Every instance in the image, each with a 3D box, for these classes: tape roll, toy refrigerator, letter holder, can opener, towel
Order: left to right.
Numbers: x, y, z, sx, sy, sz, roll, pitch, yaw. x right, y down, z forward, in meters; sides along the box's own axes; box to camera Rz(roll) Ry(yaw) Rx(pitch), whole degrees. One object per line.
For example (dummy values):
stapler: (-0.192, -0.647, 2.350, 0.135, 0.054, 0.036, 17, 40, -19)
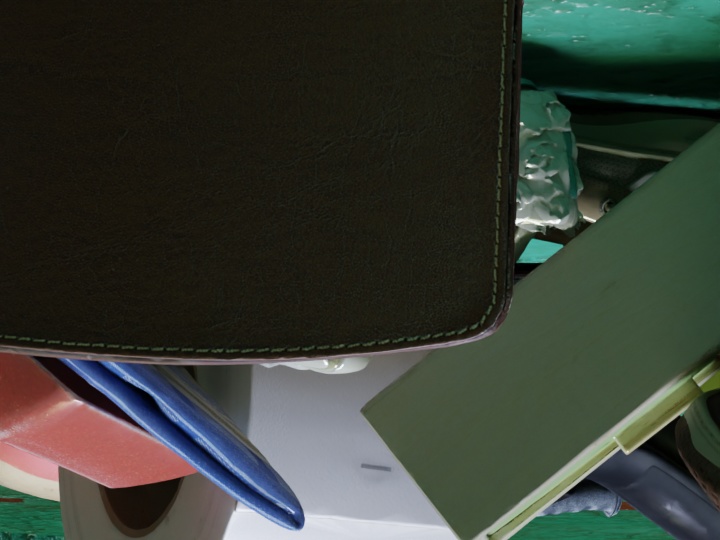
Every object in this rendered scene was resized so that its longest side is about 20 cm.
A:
towel: (-0.101, 0.032, 1.157, 0.147, 0.024, 0.200, 41, 179, -23)
letter holder: (-0.052, -0.037, 0.874, 0.199, 0.143, 0.101, 1, 170, 3)
tape roll: (-0.037, 0.073, 1.336, 0.139, 0.204, 0.202, 8, 169, -28)
can opener: (0.109, 0.073, 1.195, 0.078, 0.064, 0.200, -28, 142, 35)
toy refrigerator: (0.101, 0.020, 1.059, 0.200, 0.070, 0.076, -39, 169, -3)

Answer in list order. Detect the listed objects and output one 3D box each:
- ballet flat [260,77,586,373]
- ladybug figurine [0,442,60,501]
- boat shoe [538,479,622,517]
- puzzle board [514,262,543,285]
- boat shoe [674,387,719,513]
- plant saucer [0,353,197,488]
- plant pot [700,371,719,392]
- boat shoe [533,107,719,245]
ballet flat: (0.000, 0.000, 1.070, 0.200, 0.072, 0.072, -30, 153, 32)
ladybug figurine: (-0.133, 0.046, 1.450, 0.199, 0.136, 0.072, 5, 148, -31)
boat shoe: (0.107, 0.057, 1.289, 0.071, 0.091, 0.200, -1, -177, 36)
puzzle board: (0.054, 0.007, 1.197, 0.199, 0.018, 0.150, -4, -178, -44)
boat shoe: (0.162, 0.057, 1.051, 0.075, 0.075, 0.202, -38, -179, 9)
plant saucer: (-0.165, 0.016, 1.169, 0.199, 0.037, 0.200, 40, 178, 16)
plant pot: (0.266, 0.082, 1.218, 0.198, 0.182, 0.200, -22, 164, 22)
boat shoe: (0.061, -0.029, 1.130, 0.200, 0.064, 0.073, 4, 170, -11)
